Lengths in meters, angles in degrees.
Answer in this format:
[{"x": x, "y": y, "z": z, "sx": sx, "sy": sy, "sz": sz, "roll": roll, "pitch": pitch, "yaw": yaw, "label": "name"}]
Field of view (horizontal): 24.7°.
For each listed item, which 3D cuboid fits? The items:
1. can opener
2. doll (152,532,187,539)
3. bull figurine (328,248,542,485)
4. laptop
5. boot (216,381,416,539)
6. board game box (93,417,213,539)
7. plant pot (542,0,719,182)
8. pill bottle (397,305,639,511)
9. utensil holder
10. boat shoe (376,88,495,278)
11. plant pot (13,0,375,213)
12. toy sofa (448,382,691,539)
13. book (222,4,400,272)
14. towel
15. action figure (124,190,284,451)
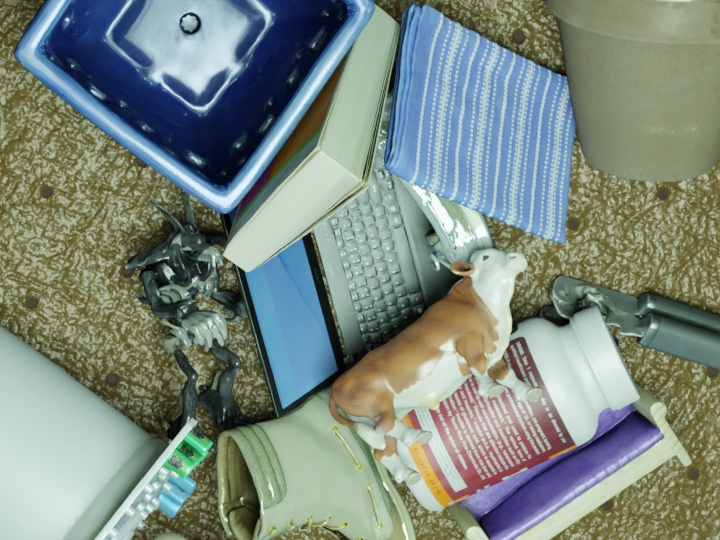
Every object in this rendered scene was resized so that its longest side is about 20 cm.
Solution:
[{"x": 0.249, "y": 0.057, "z": 1.422, "sx": 0.200, "sy": 0.053, "sz": 0.067, "roll": 18, "pitch": 128, "yaw": -10, "label": "can opener"}, {"x": -0.083, "y": 0.254, "z": 1.315, "sx": 0.200, "sy": 0.136, "sz": 0.049, "roll": 29, "pitch": 86, "yaw": -28, "label": "doll"}, {"x": 0.067, "y": 0.072, "z": 1.289, "sx": 0.200, "sy": 0.122, "sz": 0.065, "roll": -39, "pitch": 140, "yaw": 10, "label": "bull figurine"}, {"x": 0.000, "y": 0.000, "z": 1.344, "sx": 0.199, "sy": 0.103, "sz": 0.178, "roll": -16, "pitch": 101, "yaw": -5, "label": "laptop"}, {"x": -0.036, "y": 0.204, "z": 1.349, "sx": 0.154, "sy": 0.072, "sz": 0.201, "roll": -19, "pitch": 97, "yaw": -43, "label": "boot"}, {"x": -0.186, "y": 0.216, "z": 1.252, "sx": 0.026, "sy": 0.200, "sz": 0.200, "roll": 37, "pitch": 70, "yaw": 3, "label": "board game box"}, {"x": 0.242, "y": -0.170, "z": 1.322, "sx": 0.200, "sy": 0.200, "sz": 0.175, "roll": -4, "pitch": 116, "yaw": -7, "label": "plant pot"}, {"x": 0.122, "y": 0.110, "z": 1.357, "sx": 0.200, "sy": 0.113, "sz": 0.113, "roll": -26, "pitch": 101, "yaw": 8, "label": "pill bottle"}, {"x": -0.273, "y": 0.147, "z": 1.280, "sx": 0.200, "sy": 0.170, "sz": 0.170, "roll": 38, "pitch": 92, "yaw": 2, "label": "utensil holder"}, {"x": 0.061, "y": -0.055, "z": 1.341, "sx": 0.065, "sy": 0.074, "sz": 0.202, "roll": -25, "pitch": 109, "yaw": 6, "label": "boat shoe"}, {"x": -0.127, "y": -0.184, "z": 1.261, "sx": 0.200, "sy": 0.180, "sz": 0.200, "roll": 36, "pitch": 92, "yaw": -10, "label": "plant pot"}, {"x": 0.170, "y": 0.169, "z": 1.403, "sx": 0.200, "sy": 0.083, "sz": 0.098, "roll": -33, "pitch": 102, "yaw": -2, "label": "toy sofa"}, {"x": -0.039, "y": -0.104, "z": 1.253, "sx": 0.048, "sy": 0.200, "sz": 0.134, "roll": 36, "pitch": 129, "yaw": -20, "label": "book"}, {"x": 0.103, "y": -0.117, "z": 1.314, "sx": 0.200, "sy": 0.024, "sz": 0.145, "roll": 20, "pitch": 71, "yaw": -36, "label": "towel"}, {"x": -0.122, "y": 0.039, "z": 1.329, "sx": 0.119, "sy": 0.102, "sz": 0.201, "roll": -22, "pitch": 111, "yaw": -50, "label": "action figure"}]
